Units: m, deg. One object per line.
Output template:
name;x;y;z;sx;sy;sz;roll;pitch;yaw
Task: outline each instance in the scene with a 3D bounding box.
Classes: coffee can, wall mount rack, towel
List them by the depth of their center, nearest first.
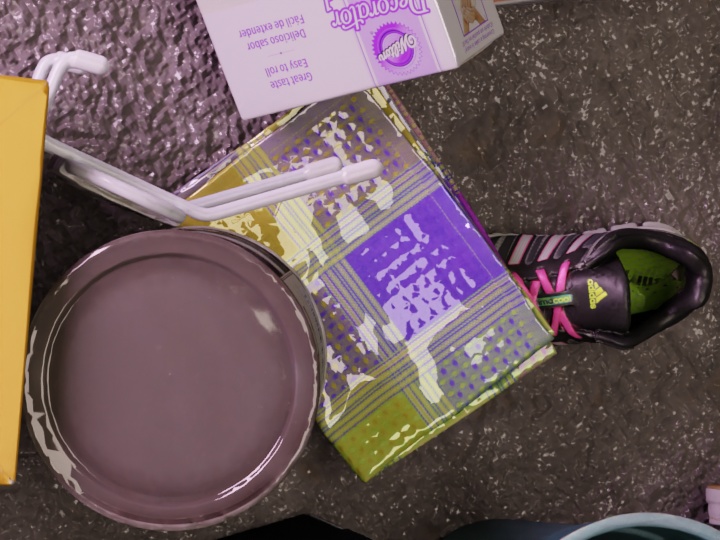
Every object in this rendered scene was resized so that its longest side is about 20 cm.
coffee can;-0.091;0.051;1.546;0.146;0.200;0.147;0;91;1
wall mount rack;-0.090;-0.058;1.554;0.173;0.200;0.075;24;89;-11
towel;0.000;0.000;1.656;0.143;0.023;0.200;-34;91;-2

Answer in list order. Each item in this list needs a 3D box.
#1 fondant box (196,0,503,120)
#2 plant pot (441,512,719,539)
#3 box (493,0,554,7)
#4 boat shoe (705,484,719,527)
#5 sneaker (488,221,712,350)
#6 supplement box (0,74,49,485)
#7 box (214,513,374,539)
fondant box;-0.027;-0.192;1.578;0.058;0.144;0.200;-41;114;-52
plant pot;0.111;0.221;1.651;0.200;0.196;0.201;-1;94;-21
box;0.102;-0.226;1.675;0.200;0.106;0.153;-9;96;-20
boat shoe;0.286;0.182;1.782;0.200;0.071;0.069;23;85;-22
sneaker;0.114;0.013;1.700;0.199;0.087;0.074;-10;96;-20
supplement box;-0.243;-0.004;1.501;0.132;0.200;0.198;5;91;-15
box;-0.031;0.250;1.598;0.124;0.200;0.197;-16;97;-17
